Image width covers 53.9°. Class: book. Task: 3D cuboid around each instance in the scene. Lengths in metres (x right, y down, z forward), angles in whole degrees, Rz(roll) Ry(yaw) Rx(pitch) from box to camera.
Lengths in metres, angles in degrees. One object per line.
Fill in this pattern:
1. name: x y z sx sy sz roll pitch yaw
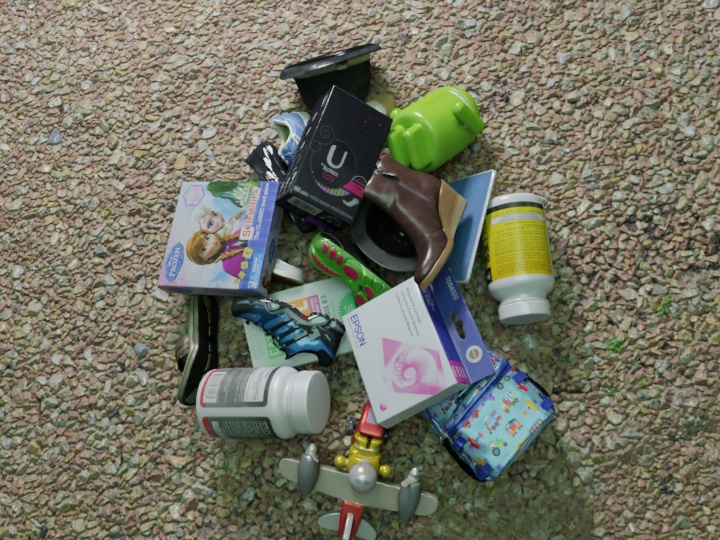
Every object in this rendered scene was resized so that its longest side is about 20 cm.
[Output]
1. book: -0.100 0.098 1.237 0.197 0.048 0.136 -15 75 -1

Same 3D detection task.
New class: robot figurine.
1. robot figurine: 0.132 -0.248 1.243 0.199 0.174 0.117 -37 115 -33

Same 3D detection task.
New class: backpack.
1. backpack: 0.187 0.208 1.127 0.182 0.135 0.200 -42 74 -5

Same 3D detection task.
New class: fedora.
1. fedora: 0.072 -0.071 1.231 0.175 0.091 0.201 32 66 10
2. fedora: -0.048 -0.352 1.310 0.197 0.201 0.093 -13 110 3

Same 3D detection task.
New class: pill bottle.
1. pill bottle: -0.156 0.215 1.150 0.197 0.114 0.116 -4 74 21
2. pill bottle: 0.264 -0.017 1.187 0.110 0.113 0.204 -5 74 5

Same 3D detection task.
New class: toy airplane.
1. toy airplane: -0.004 0.333 1.109 0.198 0.141 0.201 -30 81 -7

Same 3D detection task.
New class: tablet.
1. tablet: 0.171 -0.070 1.215 0.014 0.130 0.203 21 77 -25

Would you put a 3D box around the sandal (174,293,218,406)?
1. sandal: -0.289 0.136 1.237 0.056 0.080 0.204 -7 67 22

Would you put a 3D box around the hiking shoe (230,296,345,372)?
1. hiking shoe: -0.126 0.101 1.177 0.197 0.074 0.088 15 78 4

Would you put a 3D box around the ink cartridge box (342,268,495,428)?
1. ink cartridge box: 0.085 0.115 1.118 0.198 0.043 0.198 -31 57 15

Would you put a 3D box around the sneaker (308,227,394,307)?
1. sneaker: 0.000 0.000 1.205 0.076 0.084 0.200 -32 114 32

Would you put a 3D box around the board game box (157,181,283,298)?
1. board game box: -0.239 -0.057 1.231 0.196 0.041 0.203 1 69 19

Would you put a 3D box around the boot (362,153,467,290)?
1. boot: 0.073 -0.080 1.137 0.164 0.073 0.202 27 58 -4

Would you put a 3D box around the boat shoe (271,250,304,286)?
1. boat shoe: -0.180 -0.034 1.262 0.197 0.071 0.070 23 76 15

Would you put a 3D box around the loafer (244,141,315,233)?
1. loafer: -0.146 -0.144 1.293 0.070 0.068 0.202 -34 69 6

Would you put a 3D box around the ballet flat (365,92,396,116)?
1. ballet flat: 0.005 -0.254 1.304 0.068 0.063 0.202 29 80 12

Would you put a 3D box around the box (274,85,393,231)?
1. box: -0.046 -0.184 1.193 0.121 0.106 0.203 25 76 -18

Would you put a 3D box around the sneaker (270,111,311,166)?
1. sneaker: -0.108 -0.196 1.282 0.076 0.076 0.203 -5 65 -35
